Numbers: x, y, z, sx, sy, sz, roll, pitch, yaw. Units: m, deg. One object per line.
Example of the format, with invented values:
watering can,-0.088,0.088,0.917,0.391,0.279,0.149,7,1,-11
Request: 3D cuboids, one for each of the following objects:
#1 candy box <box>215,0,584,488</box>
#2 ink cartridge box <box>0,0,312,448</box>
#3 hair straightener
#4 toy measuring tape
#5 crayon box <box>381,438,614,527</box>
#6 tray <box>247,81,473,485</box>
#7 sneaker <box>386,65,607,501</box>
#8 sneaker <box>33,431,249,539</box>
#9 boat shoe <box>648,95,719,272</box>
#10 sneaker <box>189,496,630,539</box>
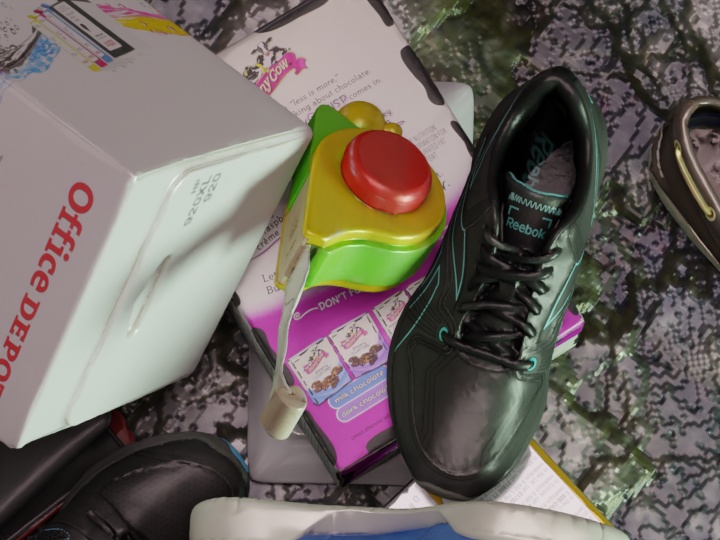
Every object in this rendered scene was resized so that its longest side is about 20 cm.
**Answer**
candy box,-0.005,-0.019,1.396,0.136,0.061,0.201,-30,80,-7
ink cartridge box,-0.156,-0.048,1.320,0.200,0.144,0.148,37,119,19
hair straightener,-0.199,0.114,1.379,0.199,0.077,0.041,-34,60,-5
toy measuring tape,0.000,0.000,1.302,0.073,0.074,0.201,6,45,1
crayon box,0.085,0.177,1.372,0.126,0.052,0.200,-42,80,-2
tray,0.001,0.002,1.434,0.107,0.022,0.201,1,77,-1
sneaker,0.059,0.001,1.322,0.075,0.079,0.201,14,78,2
sneaker,-0.130,0.151,1.358,0.200,0.082,0.073,-36,112,-3
boat shoe,0.214,-0.002,1.417,0.072,0.060,0.200,-38,80,-9
sneaker,0.019,0.160,1.314,0.199,0.077,0.112,1,77,8
